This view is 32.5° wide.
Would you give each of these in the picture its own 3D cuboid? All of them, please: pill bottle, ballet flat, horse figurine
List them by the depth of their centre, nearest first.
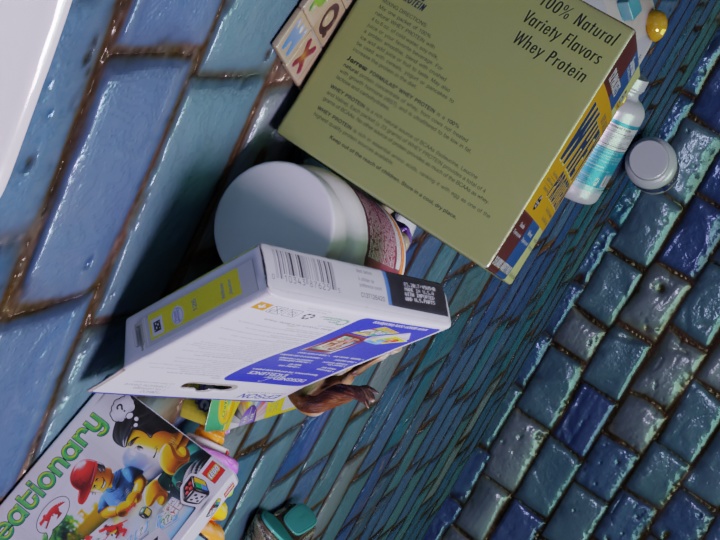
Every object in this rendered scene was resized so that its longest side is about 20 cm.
[{"bbox_3d":[-0.038,-0.021,0.996,0.115,0.114,0.200,-57,164,2],"label":"pill bottle"},{"bbox_3d":[-0.019,0.085,1.080,0.132,0.050,0.200,-36,-174,13],"label":"horse figurine"},{"bbox_3d":[-0.113,0.353,1.625,0.075,0.068,0.200,-42,168,7],"label":"ballet flat"},{"bbox_3d":[0.348,-0.208,1.834,0.201,0.110,0.111,-63,163,21],"label":"pill bottle"},{"bbox_3d":[0.628,-0.227,2.662,0.112,0.110,0.200,-59,165,8],"label":"pill bottle"}]

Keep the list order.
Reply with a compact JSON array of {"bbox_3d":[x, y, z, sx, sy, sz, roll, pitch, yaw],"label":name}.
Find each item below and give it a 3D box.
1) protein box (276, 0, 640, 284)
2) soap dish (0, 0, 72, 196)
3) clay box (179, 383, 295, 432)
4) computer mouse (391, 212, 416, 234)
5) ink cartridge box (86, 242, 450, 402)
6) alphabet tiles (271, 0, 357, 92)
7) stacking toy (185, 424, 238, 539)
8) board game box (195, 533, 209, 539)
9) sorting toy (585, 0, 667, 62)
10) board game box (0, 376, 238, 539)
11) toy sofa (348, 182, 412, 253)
[{"bbox_3d":[0.081,-0.131,0.967,0.201,0.198,0.135,-58,165,3],"label":"protein box"},{"bbox_3d":[-0.198,-0.083,0.443,0.200,0.081,0.158,-26,146,-62],"label":"soap dish"},{"bbox_3d":[-0.096,0.073,1.090,0.200,0.047,0.116,1,105,-71],"label":"clay box"},{"bbox_3d":[0.049,-0.057,1.334,0.200,0.044,0.110,-45,162,-39],"label":"computer mouse"},{"bbox_3d":[-0.068,0.047,0.916,0.199,0.048,0.197,-23,158,36],"label":"ink cartridge box"},{"bbox_3d":[0.003,-0.204,0.966,0.168,0.008,0.200,-56,164,-5],"label":"alphabet tiles"},{"bbox_3d":[-0.154,0.192,1.135,0.116,0.109,0.202,62,48,-71],"label":"stacking toy"},{"bbox_3d":[-0.226,0.270,1.003,0.201,0.102,0.105,-54,159,-12],"label":"board game box"},{"bbox_3d":[0.272,-0.287,1.521,0.179,0.107,0.201,2,121,-50],"label":"sorting toy"},{"bbox_3d":[-0.199,0.194,0.906,0.201,0.126,0.035,-52,165,-19],"label":"board game box"},{"bbox_3d":[0.000,0.000,1.195,0.083,0.097,0.201,-38,155,-49],"label":"toy sofa"}]
